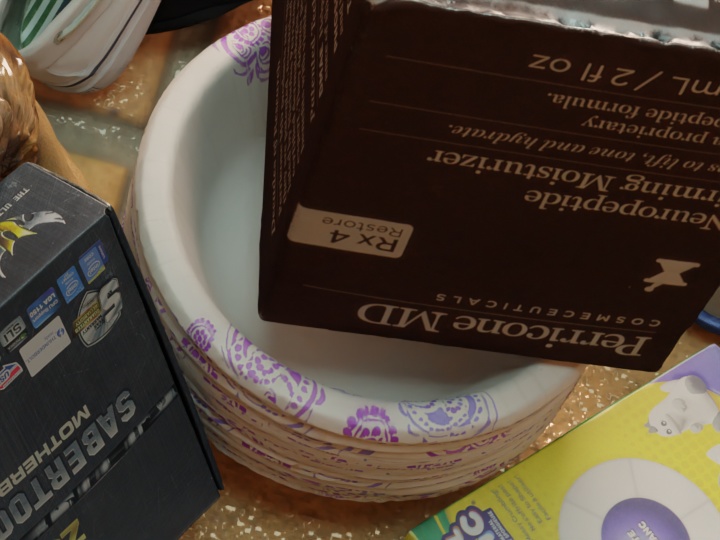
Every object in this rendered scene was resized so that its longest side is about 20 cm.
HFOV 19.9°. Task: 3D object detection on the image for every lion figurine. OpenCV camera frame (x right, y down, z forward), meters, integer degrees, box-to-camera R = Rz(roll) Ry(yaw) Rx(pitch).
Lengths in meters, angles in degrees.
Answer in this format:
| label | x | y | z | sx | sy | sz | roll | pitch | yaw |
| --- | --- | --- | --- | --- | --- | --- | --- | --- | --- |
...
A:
| label | x | y | z | sx | sy | sz | roll | pitch | yaw |
| --- | --- | --- | --- | --- | --- | --- | --- | --- | --- |
| lion figurine | -0.139 | -0.045 | 0.779 | 0.072 | 0.200 | 0.123 | -44 | 59 | 1 |

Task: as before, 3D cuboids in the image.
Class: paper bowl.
| label | x | y | z | sx | sy | sz | roll | pitch | yaw |
| --- | --- | --- | --- | --- | --- | --- | --- | --- | --- |
| paper bowl | 0.000 | 0.000 | 0.840 | 0.198 | 0.105 | 0.202 | 7 | 57 | -11 |

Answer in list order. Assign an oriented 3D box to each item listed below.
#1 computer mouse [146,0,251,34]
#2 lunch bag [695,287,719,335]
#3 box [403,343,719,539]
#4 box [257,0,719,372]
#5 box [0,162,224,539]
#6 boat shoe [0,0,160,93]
| label | x | y | z | sx | sy | sz | roll | pitch | yaw |
| --- | --- | --- | --- | --- | --- | --- | --- | --- | --- |
| computer mouse | -0.044 | -0.188 | 0.955 | 0.198 | 0.046 | 0.141 | -14 | 54 | -4 |
| lunch bag | 0.205 | -0.068 | 0.957 | 0.199 | 0.076 | 0.161 | -22 | 65 | -25 |
| box | 0.101 | 0.124 | 0.827 | 0.199 | 0.049 | 0.118 | -29 | 70 | -26 |
| box | 0.061 | -0.089 | 0.729 | 0.164 | 0.201 | 0.166 | 7 | 58 | -10 |
| box | -0.145 | 0.085 | 0.706 | 0.051 | 0.159 | 0.200 | 27 | 58 | 34 |
| boat shoe | -0.096 | -0.170 | 0.874 | 0.073 | 0.067 | 0.202 | 24 | 97 | 22 |
